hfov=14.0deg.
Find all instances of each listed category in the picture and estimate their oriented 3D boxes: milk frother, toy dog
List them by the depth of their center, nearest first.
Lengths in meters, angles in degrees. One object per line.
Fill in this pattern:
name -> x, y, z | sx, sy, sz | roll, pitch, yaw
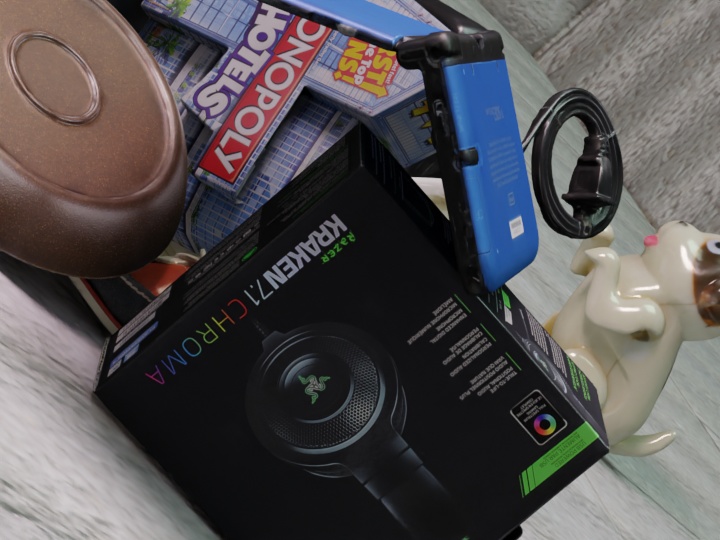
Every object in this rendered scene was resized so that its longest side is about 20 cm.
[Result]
milk frother -> 0.046, -0.078, 1.951 | 0.200, 0.181, 0.188 | 35, -3, -43
toy dog -> 0.233, 0.046, 2.424 | 0.194, 0.200, 0.140 | 49, 11, -6

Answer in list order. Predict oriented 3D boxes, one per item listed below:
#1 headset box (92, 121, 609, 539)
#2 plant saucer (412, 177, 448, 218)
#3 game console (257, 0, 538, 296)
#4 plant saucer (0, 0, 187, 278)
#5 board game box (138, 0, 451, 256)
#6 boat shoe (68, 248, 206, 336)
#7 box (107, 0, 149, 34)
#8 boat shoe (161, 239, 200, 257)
headset box -> 0.001, 0.064, 1.430 | 0.200, 0.174, 0.093 | 49, 11, -13
plant saucer -> 0.000, 0.000, 1.728 | 0.200, 0.199, 0.051 | -101, -176, -69
game console -> 0.007, -0.072, 1.402 | 0.200, 0.118, 0.172 | -26, 105, -79
plant saucer -> -0.160, -0.089, 1.466 | 0.200, 0.032, 0.201 | 28, 41, -27
board game box -> -0.033, -0.096, 1.588 | 0.199, 0.201, 0.062 | 26, -14, 29
boat shoe -> -0.084, 0.022, 1.533 | 0.200, 0.062, 0.071 | 39, 17, -44
box -> -0.183, -0.188, 1.646 | 0.141, 0.079, 0.200 | 51, 30, 20
boat shoe -> -0.115, -0.058, 1.680 | 0.073, 0.063, 0.200 | 35, 17, -53
